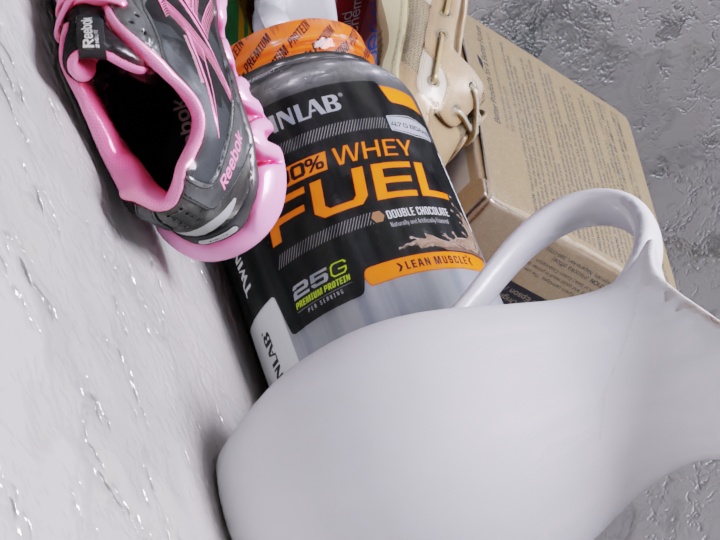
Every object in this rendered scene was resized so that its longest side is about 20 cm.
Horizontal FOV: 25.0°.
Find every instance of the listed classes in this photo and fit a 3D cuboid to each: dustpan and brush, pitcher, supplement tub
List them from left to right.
[{"bbox_3d":[-0.045,-0.159,0.915,0.200,0.057,0.141,-121,-163,-64],"label":"dustpan and brush"},{"bbox_3d":[-0.009,-0.016,0.799,0.123,0.122,0.201,52,14,-65],"label":"supplement tub"},{"bbox_3d":[0.046,0.052,0.641,0.172,0.199,0.122,-107,170,-55],"label":"pitcher"}]

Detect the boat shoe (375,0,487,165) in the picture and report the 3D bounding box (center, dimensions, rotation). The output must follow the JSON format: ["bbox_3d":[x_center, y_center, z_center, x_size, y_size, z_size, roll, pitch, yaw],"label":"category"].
[{"bbox_3d":[0.042,-0.103,0.946,0.071,0.064,0.202,83,5,-63],"label":"boat shoe"}]

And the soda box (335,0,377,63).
[{"bbox_3d":[-0.017,-0.155,1.074,0.070,0.063,0.201,47,-34,31],"label":"soda box"}]

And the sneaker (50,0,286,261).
[{"bbox_3d":[-0.096,-0.101,0.661,0.201,0.079,0.095,66,17,10],"label":"sneaker"}]

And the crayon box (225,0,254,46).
[{"bbox_3d":[-0.082,-0.140,0.980,0.127,0.050,0.201,-104,169,-61],"label":"crayon box"}]

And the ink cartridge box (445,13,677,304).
[{"bbox_3d":[0.110,-0.054,1.049,0.164,0.075,0.201,27,36,-25],"label":"ink cartridge box"}]
